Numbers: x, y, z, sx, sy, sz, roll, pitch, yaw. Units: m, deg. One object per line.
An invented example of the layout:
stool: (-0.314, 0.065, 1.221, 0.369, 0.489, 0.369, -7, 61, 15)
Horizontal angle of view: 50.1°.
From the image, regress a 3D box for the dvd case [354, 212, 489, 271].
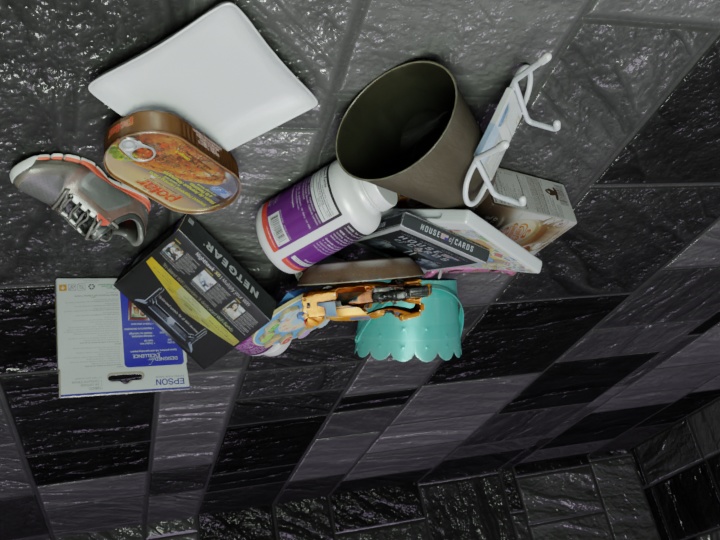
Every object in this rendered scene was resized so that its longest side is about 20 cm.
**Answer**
dvd case: (0.082, -0.038, 1.155, 0.147, 0.025, 0.199, 21, 169, -20)

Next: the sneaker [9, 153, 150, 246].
sneaker: (-0.352, -0.084, 0.994, 0.076, 0.084, 0.198, -31, 148, 32)

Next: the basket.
basket: (0.093, -0.159, 1.012, 0.178, 0.139, 0.198, -28, 153, 26)

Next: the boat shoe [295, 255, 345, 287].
boat shoe: (-0.077, 0.002, 1.305, 0.069, 0.073, 0.199, -26, 157, 20)

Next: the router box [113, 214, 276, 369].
router box: (-0.251, 0.036, 1.176, 0.156, 0.053, 0.200, -33, 113, 24)

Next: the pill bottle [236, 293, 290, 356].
pill bottle: (-0.198, 0.083, 1.347, 0.110, 0.115, 0.200, -21, 151, 15)

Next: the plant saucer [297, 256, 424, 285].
plant saucer: (0.000, 0.000, 1.169, 0.194, 0.033, 0.200, -3, -179, 0)

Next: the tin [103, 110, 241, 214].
tin: (-0.230, -0.129, 0.951, 0.110, 0.043, 0.199, -26, 152, 18)

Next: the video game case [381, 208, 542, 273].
video game case: (0.146, -0.044, 1.145, 0.179, 0.023, 0.198, 7, 165, 47)

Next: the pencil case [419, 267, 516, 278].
pencil case: (0.186, -0.030, 1.335, 0.195, 0.089, 0.083, -3, 167, -21)

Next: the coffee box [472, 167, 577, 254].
coffee box: (0.237, -0.095, 1.248, 0.196, 0.082, 0.114, 7, 147, -34)

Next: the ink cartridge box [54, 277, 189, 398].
ink cartridge box: (-0.376, 0.106, 1.210, 0.192, 0.205, 0.047, 0, 151, -24)

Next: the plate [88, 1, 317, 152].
plate: (-0.176, -0.212, 0.891, 0.196, 0.033, 0.199, -23, 152, 17)

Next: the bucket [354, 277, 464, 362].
bucket: (0.087, 0.083, 1.377, 0.201, 0.139, 0.207, 0, -179, 0)

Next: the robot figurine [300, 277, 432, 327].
robot figurine: (0.011, 0.045, 1.140, 0.194, 0.060, 0.145, -4, -177, -2)

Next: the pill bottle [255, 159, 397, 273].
pill bottle: (-0.047, -0.084, 1.102, 0.197, 0.115, 0.112, -26, 150, 24)

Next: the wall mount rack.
wall mount rack: (0.192, -0.174, 0.955, 0.073, 0.204, 0.174, 21, 169, 28)

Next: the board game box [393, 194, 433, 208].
board game box: (0.020, -0.089, 1.223, 0.194, 0.031, 0.096, -9, 153, -3)

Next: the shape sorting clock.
shape sorting clock: (-0.089, 0.075, 1.278, 0.196, 0.040, 0.201, -28, 160, -11)
